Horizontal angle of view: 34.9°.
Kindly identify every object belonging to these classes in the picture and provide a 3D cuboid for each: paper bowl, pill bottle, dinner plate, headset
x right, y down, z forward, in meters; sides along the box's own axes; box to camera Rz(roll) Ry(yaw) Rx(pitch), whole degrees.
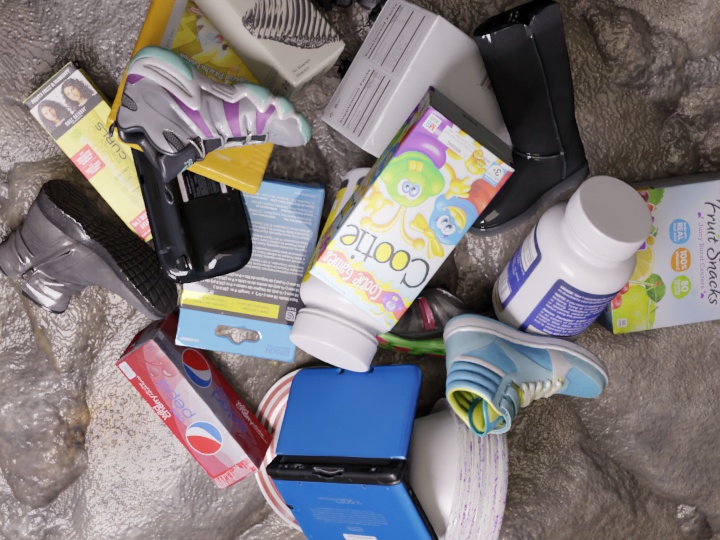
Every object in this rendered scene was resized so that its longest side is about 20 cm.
[{"bbox_3d":[0.092,0.249,1.321,0.103,0.201,0.204,10,101,-9],"label":"paper bowl"},{"bbox_3d":[0.000,0.000,1.265,0.113,0.114,0.203,25,75,-12],"label":"pill bottle"},{"bbox_3d":[0.237,-0.008,1.276,0.118,0.121,0.201,17,142,-11],"label":"pill bottle"},{"bbox_3d":[-0.040,0.213,1.348,0.197,0.024,0.204,1,92,23],"label":"dinner plate"},{"bbox_3d":[-0.001,-0.305,1.240,0.121,0.094,0.203,8,118,-9],"label":"headset"}]

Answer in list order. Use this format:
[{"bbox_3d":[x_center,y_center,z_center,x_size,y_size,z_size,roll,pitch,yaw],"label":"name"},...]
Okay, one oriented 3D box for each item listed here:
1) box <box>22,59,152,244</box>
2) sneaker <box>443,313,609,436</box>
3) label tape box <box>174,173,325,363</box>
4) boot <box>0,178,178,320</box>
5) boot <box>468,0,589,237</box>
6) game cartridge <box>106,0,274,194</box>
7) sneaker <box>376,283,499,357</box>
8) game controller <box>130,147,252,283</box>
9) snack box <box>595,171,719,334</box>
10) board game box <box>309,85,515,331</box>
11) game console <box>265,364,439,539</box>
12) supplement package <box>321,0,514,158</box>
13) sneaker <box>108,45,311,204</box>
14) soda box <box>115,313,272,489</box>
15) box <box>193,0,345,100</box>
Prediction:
[{"bbox_3d":[-0.278,-0.130,1.263,0.075,0.050,0.201,-38,105,1],"label":"box"},{"bbox_3d":[0.180,0.136,1.265,0.197,0.132,0.080,15,141,-5],"label":"sneaker"},{"bbox_3d":[-0.127,-0.010,1.303,0.142,0.063,0.204,10,101,-8],"label":"label tape box"},{"bbox_3d":[-0.302,0.006,1.266,0.200,0.070,0.132,44,120,1],"label":"boot"},{"bbox_3d":[0.154,-0.157,1.175,0.164,0.065,0.202,-34,128,-21],"label":"boot"},{"bbox_3d":[-0.161,-0.204,1.227,0.174,0.032,0.203,20,69,-12],"label":"game cartridge"},{"bbox_3d":[0.076,0.056,1.352,0.196,0.077,0.085,9,80,-10],"label":"sneaker"},{"bbox_3d":[-0.183,-0.089,1.228,0.103,0.042,0.203,-11,80,-21],"label":"game controller"},{"bbox_3d":[0.380,-0.025,1.368,0.196,0.068,0.172,-8,103,-8],"label":"snack box"},{"bbox_3d":[0.050,-0.062,1.126,0.104,0.103,0.201,34,108,-8],"label":"board game box"},{"bbox_3d":[0.003,0.211,1.280,0.118,0.198,0.172,-47,120,-40],"label":"game console"},{"bbox_3d":[0.089,-0.174,1.241,0.198,0.111,0.157,26,98,-35],"label":"supplement package"},{"bbox_3d":[-0.158,-0.128,1.161,0.197,0.078,0.142,19,73,-2],"label":"sneaker"},{"bbox_3d":[-0.190,0.152,1.322,0.063,0.070,0.201,-30,105,22],"label":"soda box"},{"bbox_3d":[-0.112,-0.281,1.211,0.082,0.068,0.201,-41,92,-21],"label":"box"}]
